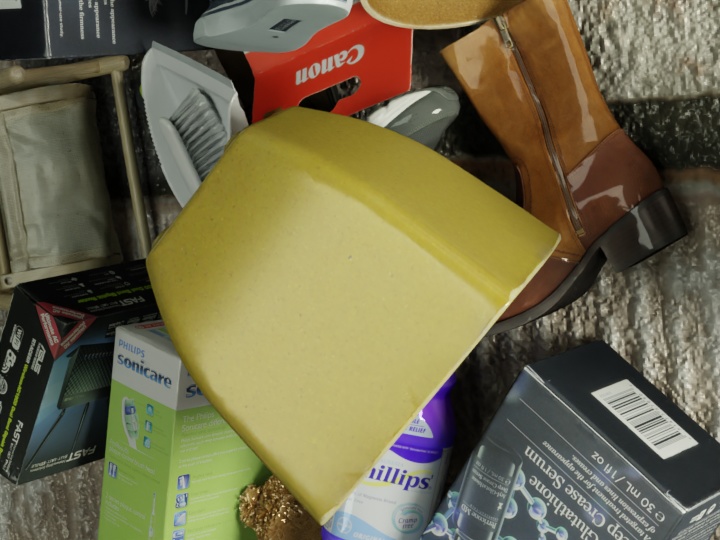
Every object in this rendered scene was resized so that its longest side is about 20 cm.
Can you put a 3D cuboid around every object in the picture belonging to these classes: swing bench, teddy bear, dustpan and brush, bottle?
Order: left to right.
[{"bbox_3d":[-0.288,-0.068,1.574,0.199,0.129,0.200,-5,95,44],"label":"swing bench"},{"bbox_3d":[-0.116,-0.059,1.387,0.139,0.057,0.201,31,147,51],"label":"dustpan and brush"},{"bbox_3d":[-0.012,0.133,1.417,0.144,0.067,0.201,11,104,0],"label":"teddy bear"},{"bbox_3d":[0.027,0.121,1.345,0.083,0.065,0.201,12,103,0],"label":"bottle"}]

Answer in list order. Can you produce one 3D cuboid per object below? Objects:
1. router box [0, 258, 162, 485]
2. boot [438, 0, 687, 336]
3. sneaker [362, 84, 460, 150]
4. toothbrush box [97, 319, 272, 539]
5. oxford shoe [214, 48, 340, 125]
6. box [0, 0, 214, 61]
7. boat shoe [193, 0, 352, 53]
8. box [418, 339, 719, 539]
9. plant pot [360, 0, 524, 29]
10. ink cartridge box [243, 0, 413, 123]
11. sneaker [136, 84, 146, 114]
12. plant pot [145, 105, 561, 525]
[{"bbox_3d":[-0.204,0.074,1.479,0.062,0.200,0.150,35,118,28],"label":"router box"},{"bbox_3d":[0.104,-0.070,1.287,0.188,0.068,0.201,-34,82,36],"label":"boot"},{"bbox_3d":[0.016,-0.044,1.309,0.085,0.074,0.200,48,118,17],"label":"sneaker"},{"bbox_3d":[-0.120,0.141,1.457,0.086,0.145,0.201,22,112,41],"label":"toothbrush box"},{"bbox_3d":[-0.061,-0.125,1.410,0.200,0.084,0.073,53,127,20],"label":"oxford shoe"},{"bbox_3d":[-0.205,-0.238,1.428,0.104,0.200,0.149,4,99,39],"label":"box"},{"bbox_3d":[-0.057,-0.207,1.278,0.200,0.071,0.091,-9,77,63],"label":"boat shoe"},{"bbox_3d":[0.146,0.176,1.283,0.148,0.107,0.200,42,121,24],"label":"box"},{"bbox_3d":[0.067,-0.293,1.234,0.186,0.186,0.201,-26,71,38],"label":"plant pot"},{"bbox_3d":[-0.032,-0.202,1.341,0.162,0.057,0.201,-19,53,38],"label":"ink cartridge box"},{"bbox_3d":[-0.121,-0.072,1.475,0.200,0.074,0.081,53,128,20],"label":"sneaker"},{"bbox_3d":[-0.018,0.003,1.195,0.200,0.195,0.194,41,109,4],"label":"plant pot"}]
